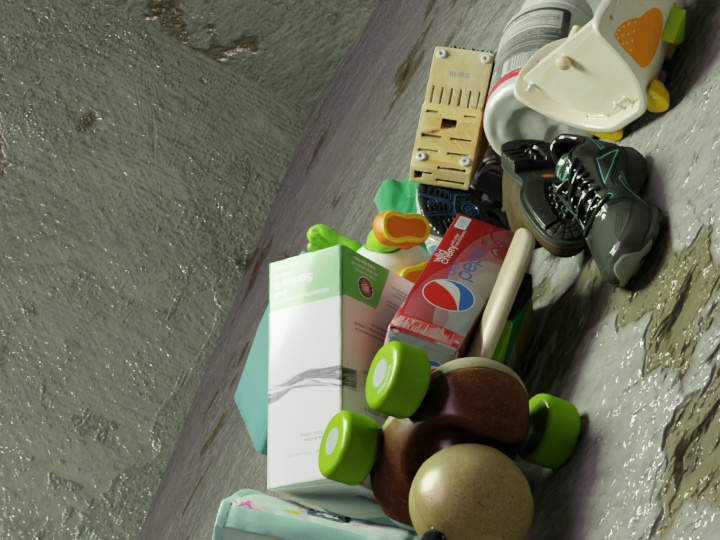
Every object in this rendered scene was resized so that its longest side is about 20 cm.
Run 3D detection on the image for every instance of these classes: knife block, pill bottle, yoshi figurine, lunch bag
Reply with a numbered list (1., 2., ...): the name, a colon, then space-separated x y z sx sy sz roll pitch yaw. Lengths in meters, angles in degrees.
1. knife block: 0.107 -0.152 1.690 0.176 0.063 0.202 71 -151 -68
2. pill bottle: 0.191 -0.202 1.620 0.111 0.110 0.201 -55 13 41
3. yoshi figurine: -0.011 0.007 1.550 0.200 0.112 0.113 -23 35 58
4. lunch bag: -0.036 0.255 1.293 0.201 0.169 0.123 94 -168 -50

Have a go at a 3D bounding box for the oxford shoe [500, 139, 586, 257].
1. oxford shoe: 0.176 -0.050 1.481 0.200 0.072 0.085 -101 11 -65

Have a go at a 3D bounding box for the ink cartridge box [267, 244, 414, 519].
1. ink cartridge box: -0.008 0.099 1.357 0.083 0.146 0.202 -13 66 30

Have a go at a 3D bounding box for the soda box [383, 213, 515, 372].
1. soda box: 0.076 0.033 1.355 0.200 0.063 0.071 -54 -19 -54

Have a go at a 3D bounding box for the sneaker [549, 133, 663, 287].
1. sneaker: 0.194 -0.053 1.309 0.076 0.079 0.200 -59 12 24

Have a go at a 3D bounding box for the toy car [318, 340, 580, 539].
1. toy car: 0.071 0.178 1.168 0.158 0.163 0.201 -56 24 35

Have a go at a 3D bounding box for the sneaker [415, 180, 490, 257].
1. sneaker: 0.096 -0.012 1.577 0.077 0.075 0.201 107 154 -45

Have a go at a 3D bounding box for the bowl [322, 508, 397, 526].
1. bowl: -0.002 0.153 1.511 0.201 0.104 0.203 -166 90 -71

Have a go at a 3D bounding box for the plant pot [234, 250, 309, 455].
1. plant pot: -0.038 0.091 1.775 0.141 0.140 0.202 -125 48 -63

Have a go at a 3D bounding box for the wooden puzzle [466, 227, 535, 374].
1. wooden puzzle: 0.115 0.082 1.372 0.200 0.037 0.186 82 -150 -69

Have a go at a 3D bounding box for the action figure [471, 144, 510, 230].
1. action figure: 0.147 -0.089 1.704 0.200 0.069 0.131 -78 10 -69

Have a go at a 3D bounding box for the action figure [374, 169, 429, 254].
1. action figure: 0.058 -0.034 1.667 0.118 0.055 0.201 -37 28 31

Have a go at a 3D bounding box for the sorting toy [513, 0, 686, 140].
1. sorting toy: 0.251 -0.228 1.441 0.181 0.106 0.200 -58 7 -16
